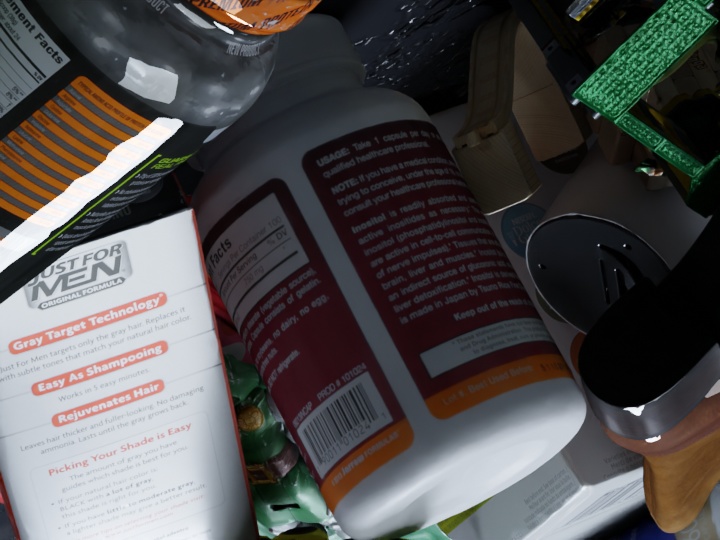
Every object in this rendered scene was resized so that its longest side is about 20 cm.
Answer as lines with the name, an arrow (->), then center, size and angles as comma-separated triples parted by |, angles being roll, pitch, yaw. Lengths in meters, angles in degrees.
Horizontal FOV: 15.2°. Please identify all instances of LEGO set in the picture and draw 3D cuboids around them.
LEGO set -> 0.144, -0.132, 1.075 | 0.154, 0.116, 0.200 | 18, 121, -40

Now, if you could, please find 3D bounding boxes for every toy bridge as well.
toy bridge -> 0.076, -0.083, 1.194 | 0.027, 0.067, 0.200 | -22, -172, 23

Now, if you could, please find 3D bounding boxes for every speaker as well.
speaker -> 0.154, -0.057, 1.247 | 0.200, 0.081, 0.081 | -54, -179, -35

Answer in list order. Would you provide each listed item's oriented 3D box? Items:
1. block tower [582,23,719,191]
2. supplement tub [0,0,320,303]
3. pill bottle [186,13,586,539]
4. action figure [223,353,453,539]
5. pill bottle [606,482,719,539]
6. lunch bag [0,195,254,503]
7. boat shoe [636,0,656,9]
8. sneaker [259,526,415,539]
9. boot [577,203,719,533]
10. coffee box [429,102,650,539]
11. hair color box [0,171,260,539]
block tower -> 0.202, -0.085, 1.190 | 0.200, 0.054, 0.058 | -11, 145, -15
supplement tub -> -0.111, -0.068, 0.856 | 0.200, 0.123, 0.122 | -36, 162, 25
pill bottle -> 0.000, 0.000, 1.105 | 0.113, 0.200, 0.113 | -25, 164, -8
action figure -> -0.035, 0.095, 1.241 | 0.118, 0.055, 0.200 | -11, 139, 22
pill bottle -> 0.142, 0.197, 1.391 | 0.200, 0.116, 0.116 | -34, 163, 21
lunch bag -> -0.123, 0.027, 1.219 | 0.176, 0.082, 0.200 | -34, 161, 5
boat shoe -> 0.193, -0.163, 1.169 | 0.200, 0.076, 0.072 | -15, 167, -9
sneaker -> -0.023, 0.156, 1.160 | 0.074, 0.084, 0.200 | -10, -177, -25
boot -> 0.186, 0.029, 1.143 | 0.188, 0.068, 0.200 | -45, 154, -3
coffee box -> 0.099, 0.028, 1.360 | 0.199, 0.198, 0.200 | -19, 164, -31
hair color box -> -0.108, 0.043, 1.096 | 0.101, 0.061, 0.200 | -18, 136, -10
